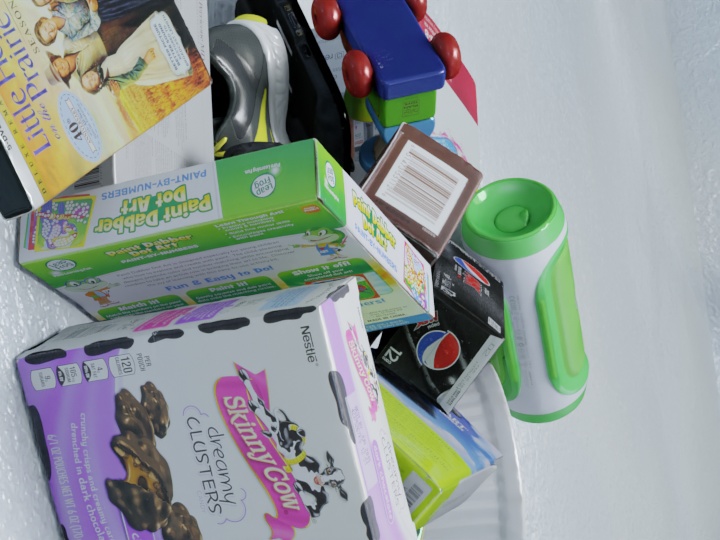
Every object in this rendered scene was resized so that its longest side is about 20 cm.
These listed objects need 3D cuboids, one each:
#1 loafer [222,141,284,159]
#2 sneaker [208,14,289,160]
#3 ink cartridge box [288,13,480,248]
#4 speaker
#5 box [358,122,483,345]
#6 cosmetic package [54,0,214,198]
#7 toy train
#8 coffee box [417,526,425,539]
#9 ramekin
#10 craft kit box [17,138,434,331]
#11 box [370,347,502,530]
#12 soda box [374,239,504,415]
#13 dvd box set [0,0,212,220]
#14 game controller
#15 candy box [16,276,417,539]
[{"bbox_3d":[-0.065,-0.016,1.392,0.201,0.070,0.068,104,-19,-55],"label":"loafer"},{"bbox_3d":[-0.093,-0.084,1.469,0.084,0.074,0.202,-14,95,-50],"label":"sneaker"},{"bbox_3d":[0.009,-0.080,1.610,0.145,0.144,0.201,46,38,-59],"label":"ink cartridge box"},{"bbox_3d":[0.131,0.026,1.577,0.089,0.088,0.201,-78,161,-46],"label":"speaker"},{"bbox_3d":[0.000,0.000,1.417,0.075,0.200,0.100,32,44,-1],"label":"box"},{"bbox_3d":[-0.150,-0.119,1.332,0.151,0.051,0.202,31,53,-62],"label":"cosmetic package"},{"bbox_3d":[0.004,-0.164,1.505,0.116,0.084,0.201,92,-21,-43],"label":"toy train"},{"bbox_3d":[-0.002,0.238,1.408,0.200,0.044,0.124,113,-8,-61],"label":"coffee box"},{"bbox_3d":[0.059,0.170,1.599,0.200,0.097,0.202,174,-90,-79],"label":"ramekin"},{"bbox_3d":[-0.079,-0.004,1.256,0.197,0.199,0.049,42,40,-61],"label":"craft kit box"},{"bbox_3d":[0.019,0.106,1.308,0.122,0.048,0.200,43,10,11],"label":"box"},{"bbox_3d":[0.058,0.035,1.413,0.063,0.071,0.200,36,11,-3],"label":"soda box"},{"bbox_3d":[-0.179,-0.137,1.199,0.200,0.029,0.147,-43,112,-51],"label":"dvd box set"},{"bbox_3d":[-0.049,-0.156,1.524,0.105,0.042,0.201,106,-34,-52],"label":"game controller"},{"bbox_3d":[-0.084,0.106,1.189,0.072,0.199,0.169,-37,114,-68],"label":"candy box"}]
